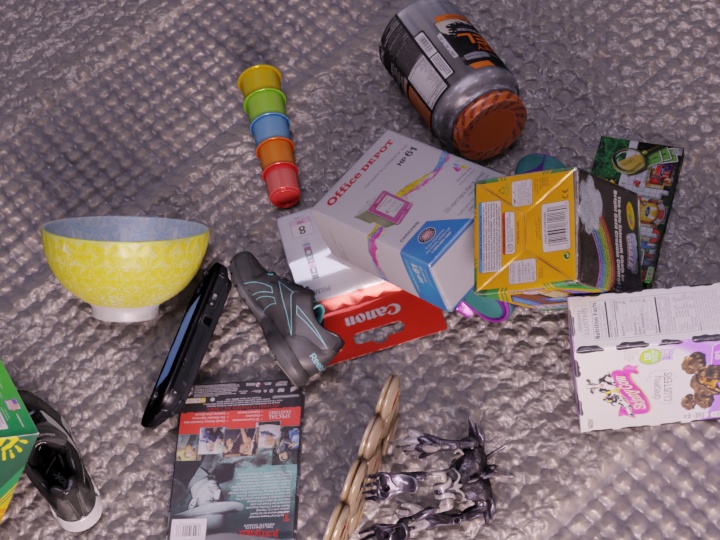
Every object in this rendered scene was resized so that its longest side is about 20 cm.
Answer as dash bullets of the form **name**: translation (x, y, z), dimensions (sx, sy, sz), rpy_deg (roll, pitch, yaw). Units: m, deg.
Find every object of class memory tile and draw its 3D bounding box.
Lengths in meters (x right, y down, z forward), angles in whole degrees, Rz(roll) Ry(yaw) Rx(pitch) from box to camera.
- **memory tile**: translation (0.003, 0.215, 1.468), dimensions (0.017, 0.153, 0.200), rpy_deg (19, 63, 8)

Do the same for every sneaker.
- **sneaker**: translation (-0.353, 0.197, 1.587), dimensions (0.066, 0.091, 0.200), rpy_deg (-29, 56, -13)
- **sneaker**: translation (-0.086, 0.046, 1.639), dimensions (0.079, 0.075, 0.200), rpy_deg (-33, 55, 0)

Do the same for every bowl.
- **bowl**: translation (-0.280, 0.001, 1.680), dimensions (0.199, 0.200, 0.108), rpy_deg (5, 101, 15)

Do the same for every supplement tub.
- **supplement tub**: translation (0.117, -0.238, 1.767), dimensions (0.122, 0.123, 0.200), rpy_deg (-28, 56, -8)

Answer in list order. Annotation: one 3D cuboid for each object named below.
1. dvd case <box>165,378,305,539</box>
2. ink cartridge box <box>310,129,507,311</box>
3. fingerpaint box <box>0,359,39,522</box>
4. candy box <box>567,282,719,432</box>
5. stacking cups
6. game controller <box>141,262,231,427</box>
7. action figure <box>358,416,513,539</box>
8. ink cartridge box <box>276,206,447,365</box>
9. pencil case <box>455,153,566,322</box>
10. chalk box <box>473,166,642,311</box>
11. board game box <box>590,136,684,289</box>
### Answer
- **dvd case**: translation (-0.137, 0.214, 1.576), dimensions (0.145, 0.022, 0.201), rpy_deg (-4, 55, 8)
- **ink cartridge box**: translation (0.064, -0.060, 1.600), dimensions (0.200, 0.085, 0.145), rpy_deg (25, 65, 42)
- **fingerpaint box**: translation (-0.448, 0.170, 1.578), dimensions (0.073, 0.167, 0.200), rpy_deg (-2, 43, -41)
- **candy box**: translation (0.321, 0.092, 1.477), dimensions (0.199, 0.168, 0.072), rpy_deg (-6, 54, 8)
- **stacking cups**: translation (-0.112, -0.173, 1.805), dimensions (0.060, 0.061, 0.201), rpy_deg (-16, 55, 1)
- **game controller**: translation (-0.203, 0.087, 1.630), dimensions (0.042, 0.104, 0.201), rpy_deg (31, 58, -19)
- **action figure**: translation (0.073, 0.220, 1.466), dimensions (0.102, 0.200, 0.119), rpy_deg (-1, 97, 38)
- **ink cartridge box**: translation (0.000, 0.000, 1.677), dimensions (0.162, 0.057, 0.200), rpy_deg (-17, 50, -1)
- **pencil case**: translation (0.179, -0.038, 1.643), dimensions (0.085, 0.092, 0.200), rpy_deg (39, 63, -10)
- **chalk box**: translation (0.222, -0.026, 1.511), dimensions (0.124, 0.200, 0.125), rpy_deg (-6, 77, 34)
- **board game box**: translation (0.313, -0.070, 1.677), dimensions (0.104, 0.023, 0.201), rpy_deg (9, 59, 19)
